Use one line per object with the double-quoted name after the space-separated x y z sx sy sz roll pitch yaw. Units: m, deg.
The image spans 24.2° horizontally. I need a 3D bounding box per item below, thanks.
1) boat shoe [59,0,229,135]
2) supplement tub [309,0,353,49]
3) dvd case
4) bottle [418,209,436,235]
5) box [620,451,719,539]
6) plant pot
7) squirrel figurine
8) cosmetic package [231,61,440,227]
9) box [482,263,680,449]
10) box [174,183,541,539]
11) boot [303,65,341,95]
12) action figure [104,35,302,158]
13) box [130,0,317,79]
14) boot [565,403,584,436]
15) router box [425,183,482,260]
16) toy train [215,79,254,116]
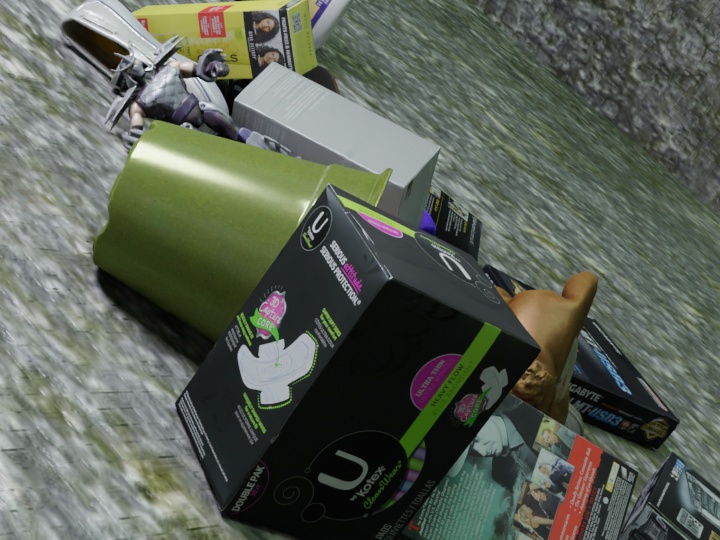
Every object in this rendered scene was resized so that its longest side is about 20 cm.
-0.223 -0.199 1.702 0.200 0.071 0.070 43 45 7 "boat shoe"
-0.104 -0.424 2.381 0.199 0.146 0.146 35 17 -4 "supplement tub"
0.114 0.172 1.278 0.199 0.147 0.022 31 -27 -20 "dvd case"
-0.009 -0.081 1.762 0.200 0.084 0.065 45 29 27 "bottle"
0.330 0.262 1.589 0.157 0.050 0.200 40 17 9 "box"
-0.099 -0.023 1.297 0.188 0.202 0.200 23 17 -1 "plant pot"
0.079 0.071 1.406 0.185 0.143 0.200 17 26 17 "squirrel figurine"
-0.030 -0.107 1.654 0.199 0.107 0.090 28 46 11 "cosmetic package"
0.231 0.095 1.844 0.197 0.050 0.200 23 22 -36 "box"
-0.005 0.073 1.154 0.148 0.201 0.125 24 21 -35 "box"
-0.049 -0.207 2.057 0.075 0.074 0.200 37 11 -35 "boot"
-0.154 -0.142 1.587 0.200 0.130 0.069 40 -8 -6 "action figure"
-0.145 -0.237 1.727 0.198 0.076 0.050 3 22 27 "box"
0.145 0.151 1.504 0.181 0.073 0.200 32 24 -9 "boot"
0.065 -0.057 1.901 0.149 0.051 0.200 37 17 -5 "router box"
-0.111 -0.187 1.857 0.199 0.086 0.114 21 13 -44 "toy train"
